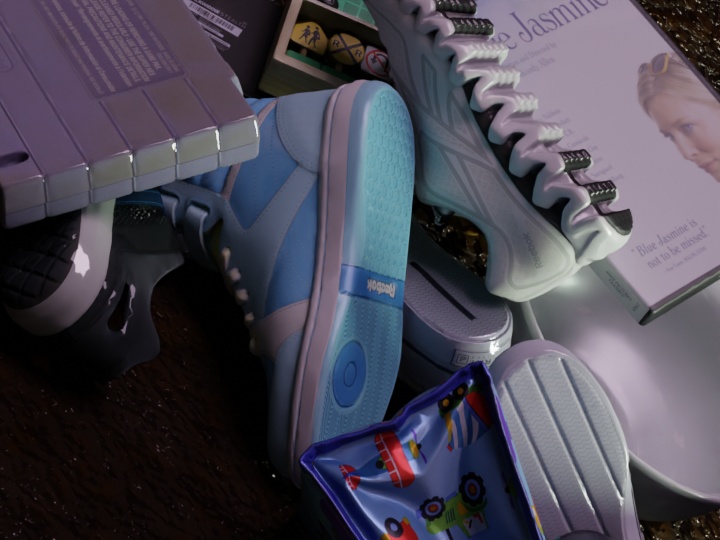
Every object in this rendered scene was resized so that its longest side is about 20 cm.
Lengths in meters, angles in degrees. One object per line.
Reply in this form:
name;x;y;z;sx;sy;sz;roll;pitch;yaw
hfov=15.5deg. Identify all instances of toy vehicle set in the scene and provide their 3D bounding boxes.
toy vehicle set;0.054;-0.108;1.400;0.199;0.027;0.125;22;50;-9

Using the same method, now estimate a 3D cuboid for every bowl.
bowl;0.134;0.059;1.414;0.201;0.090;0.201;26;40;-25

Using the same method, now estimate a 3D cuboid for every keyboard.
keyboard;-0.089;-0.114;1.388;0.200;0.040;0.104;30;46;3

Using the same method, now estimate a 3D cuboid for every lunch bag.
lunch bag;0.057;0.159;1.160;0.200;0.094;0.151;61;-8;12

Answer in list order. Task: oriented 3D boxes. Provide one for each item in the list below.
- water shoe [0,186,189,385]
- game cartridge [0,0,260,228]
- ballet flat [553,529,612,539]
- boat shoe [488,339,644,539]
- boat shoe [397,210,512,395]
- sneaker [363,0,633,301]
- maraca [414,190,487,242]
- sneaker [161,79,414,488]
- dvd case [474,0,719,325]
water shoe;-0.121;-0.025;1.252;0.079;0.071;0.200;49;31;-29
game cartridge;-0.140;-0.101;1.240;0.129;0.038;0.200;-13;43;-21
ballet flat;0.139;0.207;1.259;0.200;0.073;0.073;61;28;-13
boat shoe;0.098;0.112;1.296;0.071;0.072;0.200;-113;-176;-61
boat shoe;0.000;0.000;1.358;0.073;0.067;0.200;-12;45;-31
sneaker;0.048;-0.074;1.315;0.200;0.081;0.075;56;21;15
maraca;0.063;-0.079;1.480;0.200;0.137;0.107;26;76;-14
sneaker;-0.048;0.006;1.290;0.080;0.130;0.201;33;62;-61
dvd case;0.131;-0.076;1.384;0.142;0.018;0.200;-28;72;-36
